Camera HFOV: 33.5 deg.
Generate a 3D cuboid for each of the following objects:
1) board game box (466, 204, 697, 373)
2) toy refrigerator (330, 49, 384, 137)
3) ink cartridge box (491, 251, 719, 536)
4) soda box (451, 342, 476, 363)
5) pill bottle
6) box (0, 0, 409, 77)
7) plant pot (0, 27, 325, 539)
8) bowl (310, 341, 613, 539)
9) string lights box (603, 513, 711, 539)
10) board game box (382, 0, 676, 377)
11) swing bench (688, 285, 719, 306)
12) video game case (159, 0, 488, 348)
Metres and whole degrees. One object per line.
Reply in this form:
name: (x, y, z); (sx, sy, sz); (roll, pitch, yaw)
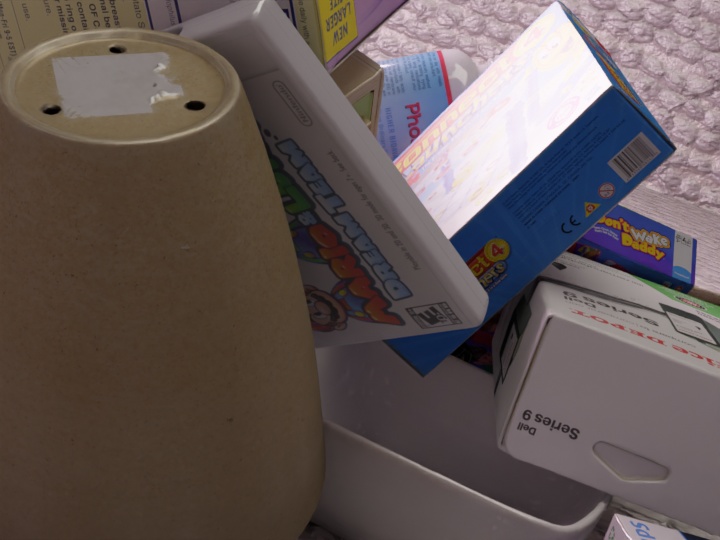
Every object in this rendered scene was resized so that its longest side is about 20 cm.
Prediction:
board game box: (0.136, 0.023, 0.884); (0.133, 0.200, 0.045); (23, 51, -8)
toy refrigerator: (-0.039, -0.035, 0.675); (0.070, 0.201, 0.076); (37, 56, 23)
ink cartridge box: (0.159, 0.061, 0.715); (0.144, 0.085, 0.200); (20, 14, 0)
soda box: (0.000, 0.000, 0.881); (0.201, 0.063, 0.071); (56, 9, 26)
pill bottle: (0.041, -0.122, 0.994); (0.197, 0.110, 0.109); (-10, 15, 2)
box: (-0.078, -0.173, 0.608); (0.198, 0.098, 0.176); (4, 30, 23)
plant pot: (-0.101, 0.008, 0.514); (0.185, 0.202, 0.188); (4, 37, -3)
bowl: (0.043, 0.112, 0.691); (0.198, 0.075, 0.199); (23, 15, 17)
string lights box: (0.194, 0.190, 0.539); (0.198, 0.104, 0.059); (17, 15, -10)
board game box: (0.086, -0.060, 0.760); (0.056, 0.200, 0.196); (40, 19, -18)
swing bench: (0.270, 0.072, 1.018); (0.197, 0.131, 0.200); (15, 15, -15)
video game case: (-0.059, -0.031, 0.591); (0.180, 0.024, 0.200); (-10, -47, 36)
